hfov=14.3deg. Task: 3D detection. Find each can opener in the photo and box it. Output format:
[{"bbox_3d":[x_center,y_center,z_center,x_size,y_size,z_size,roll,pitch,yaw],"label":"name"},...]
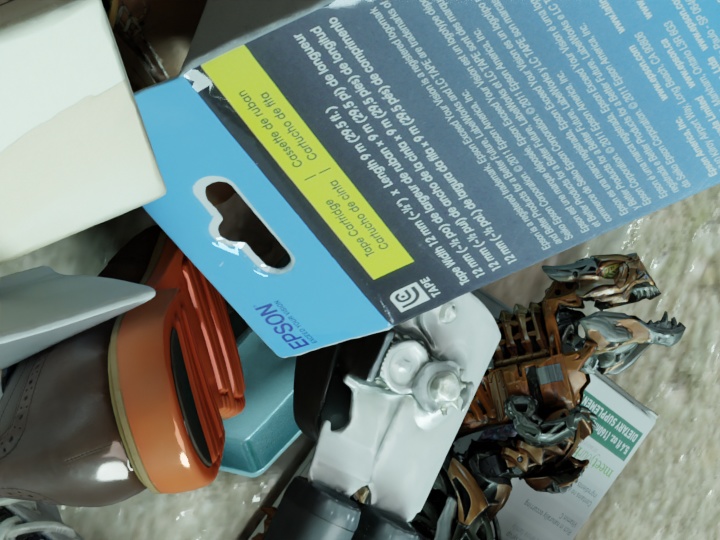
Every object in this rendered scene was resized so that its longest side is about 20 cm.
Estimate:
[{"bbox_3d":[-0.012,0.090,0.985,0.052,0.066,0.201,25,85,-33],"label":"can opener"}]

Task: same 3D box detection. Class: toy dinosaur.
[{"bbox_3d":[0.034,0.079,1.035,0.200,0.136,0.102,-38,174,24],"label":"toy dinosaur"}]

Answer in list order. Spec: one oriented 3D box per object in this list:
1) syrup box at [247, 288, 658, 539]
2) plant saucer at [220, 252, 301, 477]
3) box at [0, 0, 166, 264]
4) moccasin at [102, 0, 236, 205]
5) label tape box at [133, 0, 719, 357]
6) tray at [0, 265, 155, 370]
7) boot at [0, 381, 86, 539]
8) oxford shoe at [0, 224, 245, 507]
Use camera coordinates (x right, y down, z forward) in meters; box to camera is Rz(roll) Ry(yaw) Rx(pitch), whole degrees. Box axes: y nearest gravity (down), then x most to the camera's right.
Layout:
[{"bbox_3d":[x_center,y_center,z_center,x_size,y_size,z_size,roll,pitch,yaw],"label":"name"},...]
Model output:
[{"bbox_3d":[0.018,0.108,1.122,0.201,0.081,0.079,-55,141,-1],"label":"syrup box"},{"bbox_3d":[0.000,0.000,1.029,0.200,0.019,0.070,-45,144,23],"label":"plant saucer"},{"bbox_3d":[-0.165,-0.035,0.788,0.199,0.095,0.078,-22,134,-6],"label":"box"},{"bbox_3d":[-0.081,-0.095,0.889,0.077,0.074,0.202,-28,139,-8],"label":"moccasin"},{"bbox_3d":[0.028,-0.065,0.892,0.199,0.066,0.143,-23,137,17],"label":"label tape box"},{"bbox_3d":[-0.164,0.042,0.841,0.199,0.022,0.107,-25,178,28],"label":"tray"},{"bbox_3d":[-0.125,0.072,0.943,0.074,0.095,0.200,-42,139,-13],"label":"boot"},{"bbox_3d":[-0.081,0.027,0.931,0.072,0.200,0.072,-16,98,6],"label":"oxford shoe"}]
